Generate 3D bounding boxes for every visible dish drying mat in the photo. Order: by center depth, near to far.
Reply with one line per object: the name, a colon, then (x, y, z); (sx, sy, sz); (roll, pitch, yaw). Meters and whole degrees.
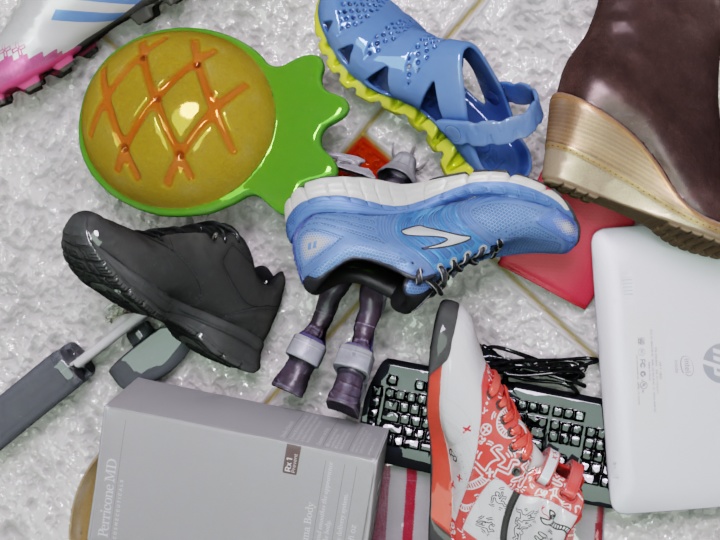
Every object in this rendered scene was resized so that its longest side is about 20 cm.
dish drying mat: (0.175, -0.077, 1.049); (0.076, 0.018, 0.201); (27, 98, 4)

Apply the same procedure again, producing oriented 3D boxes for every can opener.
can opener: (-0.216, 0.085, 1.103); (0.199, 0.053, 0.067); (-34, 91, 10)

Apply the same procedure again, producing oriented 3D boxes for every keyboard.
keyboard: (0.100, 0.102, 1.055); (0.198, 0.040, 0.105); (10, 83, 7)

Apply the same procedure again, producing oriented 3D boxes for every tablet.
tablet: (0.233, 0.067, 1.038); (0.129, 0.014, 0.202); (-4, 90, -2)

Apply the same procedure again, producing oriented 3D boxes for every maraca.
maraca: (-0.107, -0.103, 1.038); (0.198, 0.107, 0.139); (8, 85, 14)

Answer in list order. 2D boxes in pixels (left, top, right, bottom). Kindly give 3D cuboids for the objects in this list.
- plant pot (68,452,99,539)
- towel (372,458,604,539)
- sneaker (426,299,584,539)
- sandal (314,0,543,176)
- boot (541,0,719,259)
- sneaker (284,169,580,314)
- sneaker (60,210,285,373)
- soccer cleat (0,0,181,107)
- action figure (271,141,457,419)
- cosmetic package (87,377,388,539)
plant pot: (-0.122, 0.204, 1.114); (0.198, 0.027, 0.202); (1, 95, 9)
towel: (0.079, 0.212, 1.088); (0.198, 0.023, 0.146); (2, 96, 8)
sneaker: (0.102, 0.117, 1.015); (0.107, 0.067, 0.203); (2, 108, 10)
sandal: (0.055, -0.135, 1.019); (0.200, 0.087, 0.080); (40, 55, -3)
boot: (0.229, -0.105, 0.997); (0.198, 0.072, 0.168); (22, 83, -11)
sneaker: (0.050, -0.012, 0.987); (0.198, 0.079, 0.090); (-4, 67, -2)
sneaker: (-0.128, -0.003, 1.033); (0.076, 0.200, 0.091); (20, 79, 40)
soccer cleat: (-0.217, -0.194, 1.069); (0.199, 0.070, 0.087); (-31, 99, 2)
action figure: (0.000, 0.000, 1.058); (0.129, 0.069, 0.202); (20, 83, 13)
cosmetic package: (-0.086, 0.152, 1.047); (0.198, 0.090, 0.108); (8, 101, 5)
